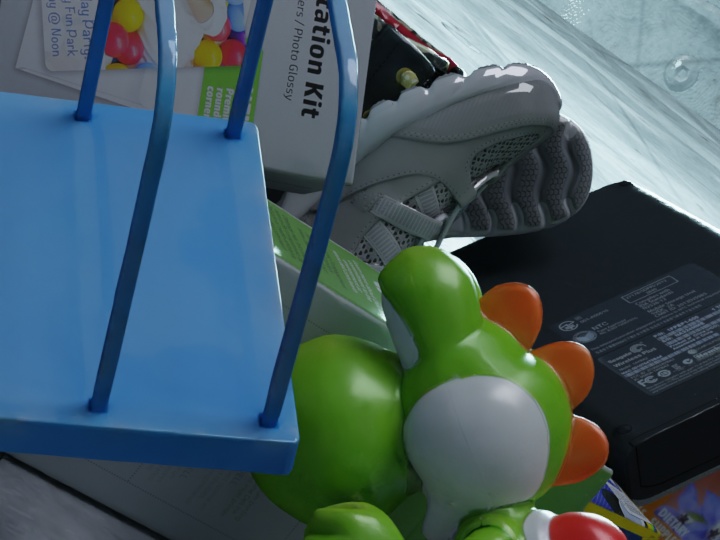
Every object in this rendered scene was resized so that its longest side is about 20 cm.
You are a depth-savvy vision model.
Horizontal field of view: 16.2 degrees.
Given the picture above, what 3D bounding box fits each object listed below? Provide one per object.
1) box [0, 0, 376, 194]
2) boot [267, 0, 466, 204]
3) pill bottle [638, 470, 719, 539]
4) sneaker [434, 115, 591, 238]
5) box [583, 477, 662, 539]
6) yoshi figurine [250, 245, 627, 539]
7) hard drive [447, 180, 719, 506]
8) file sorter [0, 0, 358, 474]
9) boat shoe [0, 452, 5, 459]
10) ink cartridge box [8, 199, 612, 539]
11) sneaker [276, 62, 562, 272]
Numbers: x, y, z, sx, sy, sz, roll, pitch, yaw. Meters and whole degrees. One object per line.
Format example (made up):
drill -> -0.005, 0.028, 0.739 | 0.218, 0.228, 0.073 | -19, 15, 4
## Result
box -> -0.087, -0.119, 0.849 | 0.199, 0.157, 0.041 | 11, -7, -29
boot -> -0.008, -0.017, 1.010 | 0.073, 0.154, 0.204 | 26, 16, -50
pill bottle -> 0.186, 0.046, 1.198 | 0.112, 0.200, 0.112 | 44, 8, -8
sneaker -> 0.003, -0.041, 1.160 | 0.198, 0.075, 0.082 | 2, 6, -5
box -> 0.035, 0.064, 1.037 | 0.064, 0.070, 0.200 | 27, 17, -42
yoshi figurine -> 0.023, 0.096, 0.785 | 0.111, 0.112, 0.201 | -12, 80, -29
hard drive -> 0.119, 0.024, 1.110 | 0.200, 0.139, 0.033 | 36, -36, 54
file sorter -> -0.108, -0.044, 0.662 | 0.198, 0.123, 0.139 | 6, 40, -14
boat shoe -> -0.144, -0.003, 0.767 | 0.074, 0.073, 0.200 | 26, 17, -43
ink cartridge box -> -0.024, 0.048, 0.856 | 0.199, 0.104, 0.059 | 32, 15, -26
sneaker -> 0.000, 0.000, 0.936 | 0.082, 0.200, 0.075 | 52, -6, 9
